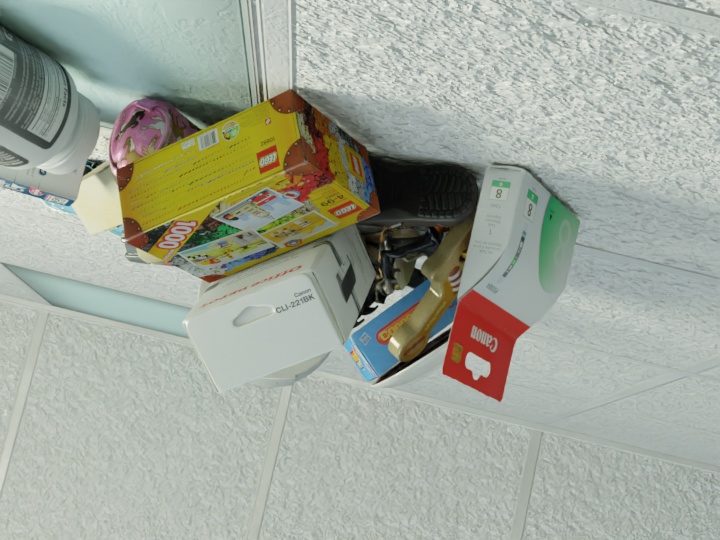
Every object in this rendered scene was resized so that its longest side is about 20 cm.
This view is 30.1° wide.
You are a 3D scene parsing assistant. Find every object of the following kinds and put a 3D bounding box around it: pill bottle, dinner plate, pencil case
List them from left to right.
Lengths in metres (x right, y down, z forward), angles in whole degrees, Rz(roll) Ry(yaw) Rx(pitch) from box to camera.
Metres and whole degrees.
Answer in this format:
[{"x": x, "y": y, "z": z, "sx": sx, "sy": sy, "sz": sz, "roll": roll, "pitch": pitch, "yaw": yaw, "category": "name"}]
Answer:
[{"x": -0.327, "y": -0.158, "z": 1.217, "sx": 0.109, "sy": 0.112, "sz": 0.200, "roll": 7, "pitch": 168, "yaw": 29, "category": "pill bottle"}, {"x": -0.167, "y": -0.103, "z": 1.369, "sx": 0.082, "sy": 0.088, "sz": 0.199, "roll": -18, "pitch": 153, "yaw": 30, "category": "pencil case"}, {"x": 0.100, "y": 0.082, "z": 1.488, "sx": 0.024, "sy": 0.199, "sz": 0.200, "roll": 55, "pitch": 166, "yaw": 0, "category": "dinner plate"}]

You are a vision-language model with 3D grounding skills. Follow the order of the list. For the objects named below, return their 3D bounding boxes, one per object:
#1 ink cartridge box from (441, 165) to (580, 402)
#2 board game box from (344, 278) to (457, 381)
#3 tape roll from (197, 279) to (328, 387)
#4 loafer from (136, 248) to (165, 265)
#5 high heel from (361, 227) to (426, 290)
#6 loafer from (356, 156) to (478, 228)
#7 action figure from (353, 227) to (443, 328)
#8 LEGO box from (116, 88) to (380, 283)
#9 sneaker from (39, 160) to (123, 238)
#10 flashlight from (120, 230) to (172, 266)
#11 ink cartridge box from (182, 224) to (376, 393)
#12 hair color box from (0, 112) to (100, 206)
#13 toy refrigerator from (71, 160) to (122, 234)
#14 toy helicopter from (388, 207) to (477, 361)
[{"x": 0.148, "y": 0.019, "z": 1.297, "sx": 0.049, "sy": 0.203, "sz": 0.161, "roll": 6, "pitch": 168, "yaw": 30, "category": "ink cartridge box"}, {"x": 0.077, "y": 0.047, "z": 1.556, "sx": 0.056, "sy": 0.199, "sz": 0.196, "roll": 54, "pitch": 174, "yaw": 4, "category": "board game box"}, {"x": -0.120, "y": 0.052, "z": 1.814, "sx": 0.200, "sy": 0.206, "sz": 0.139, "roll": 14, "pitch": 170, "yaw": -3, "category": "tape roll"}, {"x": -0.183, "y": -0.059, "z": 1.474, "sx": 0.068, "sy": 0.076, "sz": 0.200, "roll": -27, "pitch": -179, "yaw": 31, "category": "loafer"}, {"x": 0.003, "y": -0.028, "z": 1.627, "sx": 0.141, "sy": 0.072, "sz": 0.200, "roll": 20, "pitch": 168, "yaw": 16, "category": "high heel"}, {"x": 0.026, "y": -0.070, "z": 1.334, "sx": 0.197, "sy": 0.074, "sz": 0.071, "roll": 10, "pitch": 170, "yaw": 21, "category": "loafer"}, {"x": 0.000, "y": 0.000, "z": 1.480, "sx": 0.199, "sy": 0.103, "sz": 0.119, "roll": -32, "pitch": -175, "yaw": 12, "category": "action figure"}, {"x": -0.105, "y": -0.074, "z": 1.256, "sx": 0.198, "sy": 0.078, "sz": 0.149, "roll": -22, "pitch": 155, "yaw": 21, "category": "LEGO box"}, {"x": -0.319, "y": -0.091, "z": 1.660, "sx": 0.197, "sy": 0.079, "sz": 0.090, "roll": 12, "pitch": 166, "yaw": 7, "category": "sneaker"}, {"x": -0.184, "y": -0.034, "z": 1.587, "sx": 0.197, "sy": 0.069, "sz": 0.068, "roll": 4, "pitch": 150, "yaw": 22, "category": "flashlight"}, {"x": -0.075, "y": 0.027, "z": 1.330, "sx": 0.143, "sy": 0.085, "sz": 0.200, "roll": -22, "pitch": -166, "yaw": 16, "category": "ink cartridge box"}, {"x": -0.382, "y": -0.144, "z": 1.391, "sx": 0.198, "sy": 0.101, "sz": 0.060, "roll": 17, "pitch": 170, "yaw": -18, "category": "hair color box"}, {"x": -0.266, "y": -0.092, "z": 1.514, "sx": 0.070, "sy": 0.076, "sz": 0.199, "roll": 58, "pitch": 156, "yaw": -12, "category": "toy refrigerator"}, {"x": 0.098, "y": 0.013, "z": 1.415, "sx": 0.079, "sy": 0.201, "sz": 0.132, "roll": 44, "pitch": -160, "yaw": 28, "category": "toy helicopter"}]
